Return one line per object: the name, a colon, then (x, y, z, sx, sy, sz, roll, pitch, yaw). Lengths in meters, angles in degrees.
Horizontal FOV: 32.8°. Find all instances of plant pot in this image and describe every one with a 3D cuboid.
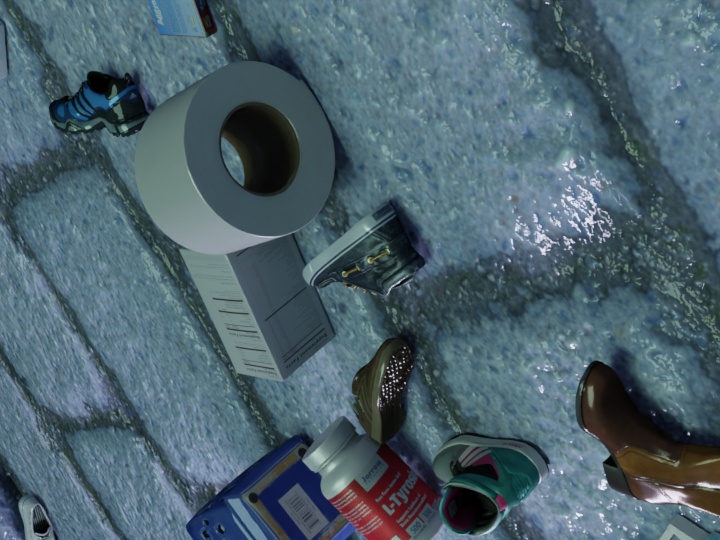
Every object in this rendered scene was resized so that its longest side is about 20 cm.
plant pot: (-0.123, 0.392, 1.911, 0.201, 0.199, 0.180, 50, 142, 5)

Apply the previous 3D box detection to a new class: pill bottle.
pill bottle: (0.018, 0.300, 1.691, 0.200, 0.112, 0.112, 45, 148, -3)

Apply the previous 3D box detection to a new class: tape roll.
tape roll: (-0.147, -0.128, 1.433, 0.138, 0.202, 0.204, -14, 110, 55)

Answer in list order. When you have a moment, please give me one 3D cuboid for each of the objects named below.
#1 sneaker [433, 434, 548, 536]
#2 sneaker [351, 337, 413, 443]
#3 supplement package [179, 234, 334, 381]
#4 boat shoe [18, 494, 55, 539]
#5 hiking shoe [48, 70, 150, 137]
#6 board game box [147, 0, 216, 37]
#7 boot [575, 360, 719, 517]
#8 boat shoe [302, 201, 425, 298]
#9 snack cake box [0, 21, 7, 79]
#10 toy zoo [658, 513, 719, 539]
sneaker: (0.133, 0.273, 1.533, 0.199, 0.120, 0.084, -14, 110, 56)
sneaker: (0.017, 0.150, 1.611, 0.075, 0.070, 0.202, 36, 144, 26)
supplement package: (-0.138, 0.032, 1.654, 0.109, 0.113, 0.202, 5, 124, 48)
boat shoe: (-0.842, 0.683, 3.209, 0.066, 0.073, 0.202, 19, 134, 45)
hiking shoe: (-0.375, -0.244, 1.745, 0.198, 0.074, 0.088, 7, 119, 37)
board game box: (-0.243, -0.381, 1.482, 0.102, 0.019, 0.202, 13, 130, 44)
boot: (0.325, 0.183, 1.252, 0.198, 0.068, 0.190, 10, 128, 46)
boat shoe: (0.000, 0.000, 1.485, 0.091, 0.070, 0.200, 56, 146, 3)
snack cake box: (-0.648, -0.394, 1.941, 0.200, 0.067, 0.116, 42, 146, 17)
toy zoo: (0.383, 0.356, 1.386, 0.131, 0.020, 0.201, 40, 146, 20)
